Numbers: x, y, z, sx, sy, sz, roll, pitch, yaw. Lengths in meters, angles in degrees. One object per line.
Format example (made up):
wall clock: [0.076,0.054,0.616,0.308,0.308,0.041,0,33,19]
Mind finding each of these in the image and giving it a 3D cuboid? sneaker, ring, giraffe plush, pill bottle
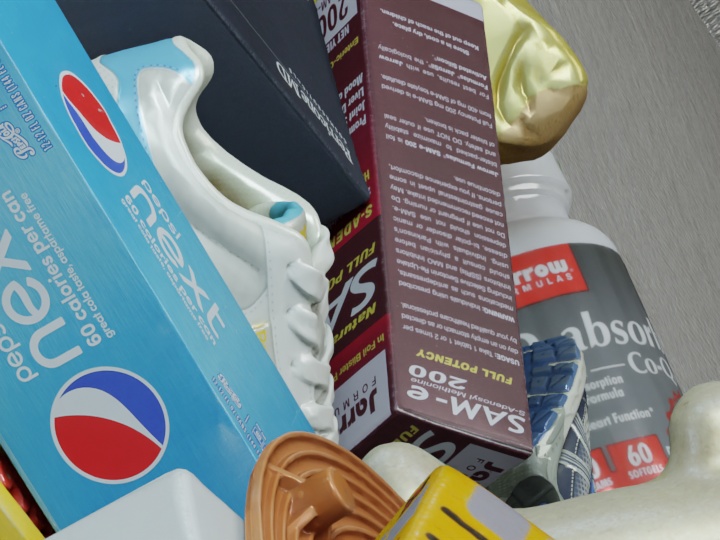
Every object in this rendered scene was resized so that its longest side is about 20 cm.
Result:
sneaker: [-0.039,0.024,0.898,0.200,0.081,0.077,60,11,-11]
ring: [0.031,0.128,0.715,0.201,0.019,0.201,55,15,-23]
giraffe plush: [0.008,-0.107,1.281,0.162,0.172,0.201,38,42,-86]
pill bottle: [0.081,0.048,1.317,0.116,0.116,0.200,35,29,-62]
sneaker: [0.060,0.101,1.107,0.200,0.077,0.085,-78,148,-58]

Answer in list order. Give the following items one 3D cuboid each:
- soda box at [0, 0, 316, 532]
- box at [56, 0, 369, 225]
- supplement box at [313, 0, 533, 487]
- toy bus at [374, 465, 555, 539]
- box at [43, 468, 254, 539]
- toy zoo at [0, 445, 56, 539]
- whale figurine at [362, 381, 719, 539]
soda box: [-0.082,0.005,0.810,0.200,0.064,0.068,60,13,-9]
box: [-0.101,-0.117,0.984,0.200,0.104,0.182,50,17,-41]
supplement box: [0.000,0.000,1.030,0.061,0.109,0.200,18,48,-29]
toy bus: [0.073,0.133,0.602,0.200,0.065,0.078,37,26,-1]
box: [-0.023,0.172,0.695,0.200,0.106,0.153,48,19,-45]
toy zoo: [-0.087,0.066,0.854,0.200,0.020,0.131,55,15,-25]
whale figurine: [0.090,0.112,0.859,0.104,0.199,0.160,49,53,-81]
